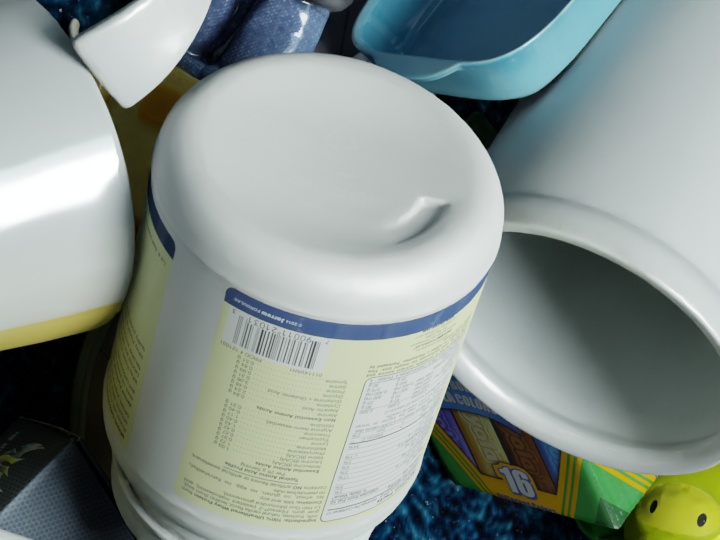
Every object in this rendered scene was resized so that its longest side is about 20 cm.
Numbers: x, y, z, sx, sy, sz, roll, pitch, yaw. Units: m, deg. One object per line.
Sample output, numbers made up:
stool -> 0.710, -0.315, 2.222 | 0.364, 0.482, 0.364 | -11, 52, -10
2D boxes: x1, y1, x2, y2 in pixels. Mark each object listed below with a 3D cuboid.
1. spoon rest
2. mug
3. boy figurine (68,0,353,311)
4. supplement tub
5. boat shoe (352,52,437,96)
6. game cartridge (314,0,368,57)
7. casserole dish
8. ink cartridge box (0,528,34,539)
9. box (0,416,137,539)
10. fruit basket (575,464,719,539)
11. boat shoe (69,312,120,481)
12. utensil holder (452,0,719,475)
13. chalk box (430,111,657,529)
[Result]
spoon rest -> -0.099, -0.150, 1.024 | 0.060, 0.201, 0.099 | -28, 132, 9
mug -> -0.188, -0.006, 0.981 | 0.153, 0.149, 0.188 | -22, 108, -33
boy figurine -> -0.091, -0.065, 1.096 | 0.200, 0.124, 0.064 | -54, 169, -1
supplement tub -> -0.030, 0.026, 1.029 | 0.145, 0.145, 0.201 | -29, 149, -39
boat shoe -> 0.005, 0.000, 1.187 | 0.074, 0.086, 0.203 | 10, 111, -16
game cartridge -> -0.025, -0.173, 1.190 | 0.129, 0.038, 0.201 | 7, 93, -43
casserole dish -> 0.082, -0.144, 1.142 | 0.200, 0.121, 0.039 | -52, 130, -26
ink cartridge box -> -0.214, 0.159, 0.973 | 0.199, 0.087, 0.146 | 24, 71, -30
box -> -0.170, 0.191, 1.104 | 0.200, 0.051, 0.158 | -47, 128, -28
fruit basket -> 0.206, 0.115, 1.373 | 0.215, 0.215, 0.157 | -8, 105, -45
boat shoe -> -0.076, 0.024, 1.145 | 0.073, 0.063, 0.202 | 19, 95, -48
utensil holder -> 0.139, -0.036, 1.139 | 0.200, 0.169, 0.170 | -59, 134, -30
chalk box -> 0.090, 0.013, 1.284 | 0.125, 0.124, 0.201 | -48, 129, -28
